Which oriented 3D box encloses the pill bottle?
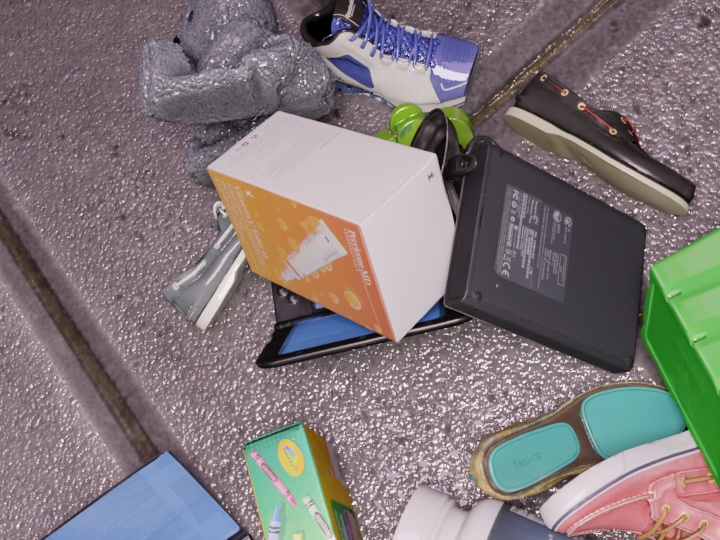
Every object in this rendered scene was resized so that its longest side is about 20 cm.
[{"bbox_3d":[0.122,0.252,0.680,0.196,0.120,0.122,19,75,19],"label":"pill bottle"}]

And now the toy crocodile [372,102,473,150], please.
[{"bbox_3d":[0.020,-0.114,0.871,0.197,0.063,0.068,-25,25,4],"label":"toy crocodile"}]

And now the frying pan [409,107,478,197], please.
[{"bbox_3d":[0.073,-0.101,0.755,0.030,0.190,0.118,14,68,-16],"label":"frying pan"}]

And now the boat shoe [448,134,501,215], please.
[{"bbox_3d":[0.142,-0.032,0.795,0.075,0.061,0.202,-22,70,-31],"label":"boat shoe"}]

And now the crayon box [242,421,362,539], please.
[{"bbox_3d":[-0.032,0.240,0.719,0.057,0.119,0.204,-20,67,4],"label":"crayon box"}]

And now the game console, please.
[{"bbox_3d":[0.000,0.000,0.801,0.195,0.117,0.180,-13,68,7],"label":"game console"}]

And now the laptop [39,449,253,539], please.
[{"bbox_3d":[-0.174,0.299,0.732,0.186,0.116,0.202,-35,67,-1],"label":"laptop"}]

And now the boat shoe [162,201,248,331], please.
[{"bbox_3d":[-0.127,-0.041,0.860,0.061,0.073,0.203,30,85,-2],"label":"boat shoe"}]

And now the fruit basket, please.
[{"bbox_3d":[0.344,0.066,0.672,0.210,0.157,0.219,-6,47,6],"label":"fruit basket"}]

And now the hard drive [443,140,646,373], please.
[{"bbox_3d":[0.166,-0.007,0.742,0.197,0.033,0.143,22,70,-27],"label":"hard drive"}]

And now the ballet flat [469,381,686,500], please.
[{"bbox_3d":[0.180,0.143,0.730,0.196,0.071,0.072,-15,66,-16],"label":"ballet flat"}]

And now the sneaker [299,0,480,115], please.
[{"bbox_3d":[0.019,-0.227,0.879,0.195,0.115,0.082,10,73,16],"label":"sneaker"}]

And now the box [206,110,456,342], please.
[{"bbox_3d":[-0.022,-0.044,0.748,0.198,0.126,0.097,22,53,41],"label":"box"}]

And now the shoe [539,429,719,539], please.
[{"bbox_3d":[0.239,0.187,0.668,0.196,0.072,0.092,-12,57,-25],"label":"shoe"}]

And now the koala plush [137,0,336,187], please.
[{"bbox_3d":[-0.125,-0.226,0.887,0.180,0.178,0.204,-16,61,5],"label":"koala plush"}]

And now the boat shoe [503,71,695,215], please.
[{"bbox_3d":[0.231,-0.123,0.815,0.200,0.074,0.064,38,90,26],"label":"boat shoe"}]
